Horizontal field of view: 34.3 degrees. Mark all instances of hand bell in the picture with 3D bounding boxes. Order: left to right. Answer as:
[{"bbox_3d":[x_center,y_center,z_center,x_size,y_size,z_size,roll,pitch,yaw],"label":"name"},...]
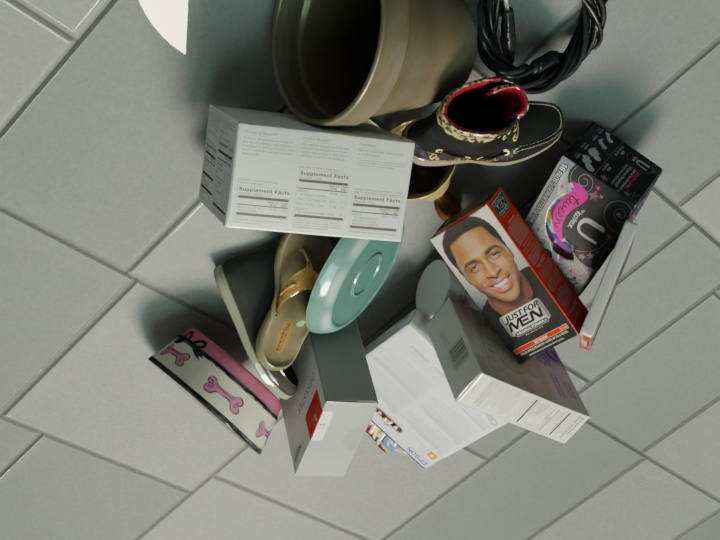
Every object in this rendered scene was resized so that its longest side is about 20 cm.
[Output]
[{"bbox_3d":[0.095,-0.100,1.471,0.103,0.105,0.200,-24,155,9],"label":"hand bell"}]

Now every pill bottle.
[{"bbox_3d":[0.179,0.050,1.620,0.197,0.112,0.112,16,127,-28],"label":"pill bottle"}]

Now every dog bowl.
[{"bbox_3d":[-0.190,0.157,1.579,0.074,0.199,0.200,-49,133,-10],"label":"dog bowl"}]

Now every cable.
[{"bbox_3d":[0.212,-0.278,1.316,0.199,0.050,0.165,24,91,-46],"label":"cable"}]

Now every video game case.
[{"bbox_3d":[0.305,0.024,1.445,0.017,0.145,0.200,22,176,13],"label":"video game case"}]

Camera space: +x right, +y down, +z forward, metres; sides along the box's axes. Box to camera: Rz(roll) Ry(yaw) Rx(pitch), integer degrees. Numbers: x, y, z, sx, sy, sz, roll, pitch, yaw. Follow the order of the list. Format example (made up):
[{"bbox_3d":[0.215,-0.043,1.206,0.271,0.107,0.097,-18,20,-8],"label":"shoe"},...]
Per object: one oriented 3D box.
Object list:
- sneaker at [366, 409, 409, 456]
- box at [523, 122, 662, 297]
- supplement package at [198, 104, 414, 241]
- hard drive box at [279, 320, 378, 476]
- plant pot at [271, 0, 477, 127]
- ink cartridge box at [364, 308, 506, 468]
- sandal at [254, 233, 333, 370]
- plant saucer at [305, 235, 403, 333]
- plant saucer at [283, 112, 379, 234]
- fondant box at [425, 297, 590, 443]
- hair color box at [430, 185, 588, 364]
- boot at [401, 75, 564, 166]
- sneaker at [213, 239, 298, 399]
[{"bbox_3d":[0.031,0.221,1.759,0.199,0.091,0.075,28,121,-35],"label":"sneaker"},{"bbox_3d":[0.280,-0.062,1.498,0.114,0.132,0.202,34,128,11],"label":"box"},{"bbox_3d":[-0.063,-0.109,1.281,0.197,0.156,0.113,5,103,-21],"label":"supplement package"},{"bbox_3d":[-0.052,0.153,1.592,0.076,0.202,0.157,4,132,-22],"label":"hard drive box"},{"bbox_3d":[0.028,-0.250,1.255,0.171,0.201,0.201,1,135,-37],"label":"plant pot"},{"bbox_3d":[0.086,0.169,1.628,0.196,0.043,0.200,43,136,-9],"label":"ink cartridge box"},{"bbox_3d":[-0.080,0.036,1.483,0.079,0.054,0.203,16,95,-24],"label":"sandal"},{"bbox_3d":[0.000,0.000,1.491,0.201,0.027,0.201,-50,160,-25],"label":"plant saucer"},{"bbox_3d":[-0.055,-0.127,1.445,0.196,0.031,0.202,-7,134,-7],"label":"plant saucer"},{"bbox_3d":[0.191,0.131,1.519,0.198,0.145,0.058,25,118,-32],"label":"fondant box"},{"bbox_3d":[0.188,0.008,1.465,0.101,0.061,0.201,-32,99,36],"label":"hair color box"},{"bbox_3d":[0.154,-0.167,1.300,0.196,0.075,0.151,-5,173,-12],"label":"boot"},{"bbox_3d":[-0.106,0.066,1.537,0.105,0.075,0.202,-24,102,5],"label":"sneaker"}]
